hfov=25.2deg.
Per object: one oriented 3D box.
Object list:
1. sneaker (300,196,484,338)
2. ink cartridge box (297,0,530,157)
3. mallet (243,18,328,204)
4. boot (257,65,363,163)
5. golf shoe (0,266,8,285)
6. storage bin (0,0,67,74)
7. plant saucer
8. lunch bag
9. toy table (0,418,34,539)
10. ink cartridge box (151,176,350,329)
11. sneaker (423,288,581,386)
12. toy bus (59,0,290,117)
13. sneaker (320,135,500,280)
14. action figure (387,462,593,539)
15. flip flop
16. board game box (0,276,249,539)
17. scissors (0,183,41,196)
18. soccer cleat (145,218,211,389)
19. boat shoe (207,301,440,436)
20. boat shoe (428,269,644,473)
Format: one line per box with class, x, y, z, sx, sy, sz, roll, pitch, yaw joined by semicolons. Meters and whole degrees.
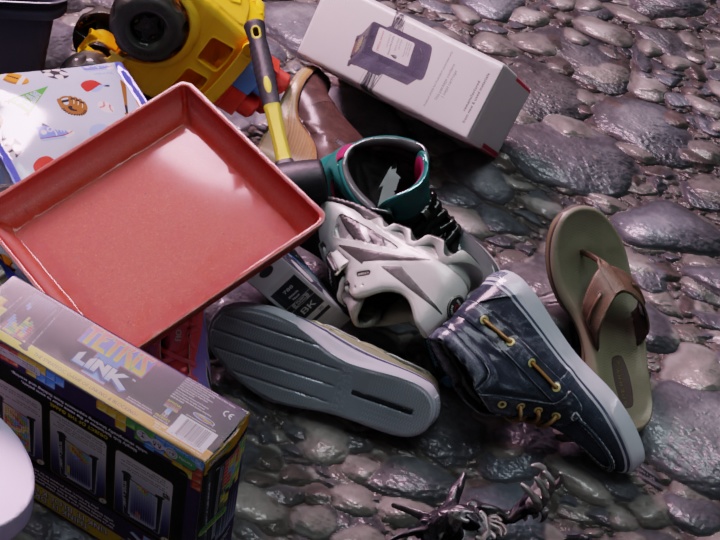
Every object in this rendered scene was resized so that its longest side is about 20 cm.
sneaker;0.000;0.000;1.365;0.200;0.074;0.089;20;64;39
ink cartridge box;0.055;-0.201;1.620;0.200;0.085;0.145;29;4;16
mallet;-0.085;-0.135;1.407;0.066;0.041;0.200;-18;61;-6
boot;-0.013;-0.109;1.564;0.166;0.072;0.200;27;36;-6
golf shoe;-0.252;0.055;1.239;0.200;0.097;0.078;34;68;2
storage bin;-0.361;-0.254;1.542;0.145;0.135;0.200;0;40;-20
plant saucer;-0.157;-0.032;1.215;0.199;0.037;0.200;-34;55;-16
lunch bag;-0.241;-0.067;1.362;0.170;0.124;0.200;-15;53;-37
toy table;-0.312;0.153;1.072;0.200;0.117;0.184;35;42;23
ink cartridge box;-0.086;-0.017;1.325;0.099;0.039;0.200;50;5;34
sneaker;0.145;0.063;1.404;0.199;0.073;0.082;0;63;-18
toy bus;-0.172;-0.194;1.530;0.192;0.200;0.136;36;26;-23
sneaker;0.050;-0.051;1.421;0.200;0.121;0.084;32;67;-1
action figure;0.120;0.202;1.183;0.199;0.102;0.119;18;49;0
flip flop;0.213;0.040;1.368;0.081;0.058;0.201;-9;84;-27
board game box;-0.178;0.117;1.121;0.200;0.166;0.057;29;50;15
scissors;-0.226;-0.070;1.291;0.199;0.014;0.073;11;62;-25
soccer cleat;-0.146;0.056;1.244;0.068;0.073;0.201;-1;66;-25
boat shoe;-0.029;0.081;1.318;0.200;0.072;0.062;24;14;4
boat shoe;0.141;0.104;1.314;0.091;0.071;0.200;-40;94;-20
